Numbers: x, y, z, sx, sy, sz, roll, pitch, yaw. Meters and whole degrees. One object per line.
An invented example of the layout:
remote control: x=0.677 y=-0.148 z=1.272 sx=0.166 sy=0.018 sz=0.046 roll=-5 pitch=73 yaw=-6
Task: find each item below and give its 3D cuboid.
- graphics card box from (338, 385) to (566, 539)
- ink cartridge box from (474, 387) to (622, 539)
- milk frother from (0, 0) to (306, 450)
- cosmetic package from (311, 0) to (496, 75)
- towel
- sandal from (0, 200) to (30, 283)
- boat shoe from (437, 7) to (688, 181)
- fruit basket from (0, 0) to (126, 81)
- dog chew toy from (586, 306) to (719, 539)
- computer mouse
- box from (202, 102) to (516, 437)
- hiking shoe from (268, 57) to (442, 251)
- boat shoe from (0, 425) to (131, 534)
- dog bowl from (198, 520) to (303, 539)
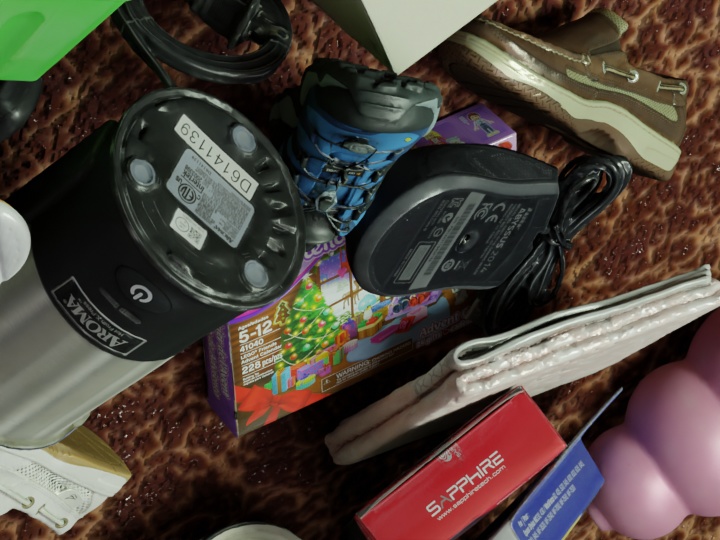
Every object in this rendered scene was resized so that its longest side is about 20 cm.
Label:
graphics card box: x=0.052 y=0.135 z=1.706 sx=0.125 sy=0.051 sz=0.200 roll=-38 pitch=176 yaw=-9
ink cartridge box: x=0.091 y=0.176 z=1.755 sx=0.200 sy=0.047 sz=0.198 roll=-46 pitch=176 yaw=20
milk frother: x=-0.125 y=-0.041 z=1.438 sx=0.188 sy=0.181 sz=0.200 roll=-32 pitch=-174 yaw=41
cosmetic package: x=0.059 y=-0.204 z=1.468 sx=0.200 sy=0.104 sz=0.073 roll=-37 pitch=138 yaw=-10
towel: x=0.098 y=0.056 z=1.696 sx=0.199 sy=0.032 sz=0.191 roll=-18 pitch=171 yaw=-27
sandal: x=-0.251 y=-0.007 z=1.376 sx=0.206 sy=0.059 sz=0.079 roll=-14 pitch=134 yaw=16
boat shoe: x=0.120 y=-0.118 z=1.626 sx=0.202 sy=0.075 sz=0.075 roll=25 pitch=86 yaw=-50
fruit basket: x=-0.180 y=-0.180 z=1.246 sx=0.215 sy=0.156 sz=0.216 roll=-21 pitch=148 yaw=-14
dog chew toy: x=0.232 y=0.104 z=1.860 sx=0.200 sy=0.125 sz=0.125 roll=-36 pitch=139 yaw=2
computer mouse: x=0.054 y=-0.028 z=1.592 sx=0.200 sy=0.053 sz=0.139 roll=5 pitch=128 yaw=-51
box: x=0.000 y=0.000 z=1.636 sx=0.200 sy=0.039 sz=0.137 roll=-25 pitch=135 yaw=-22
hiking shoe: x=-0.007 y=-0.056 z=1.463 sx=0.074 sy=0.200 sz=0.087 roll=12 pitch=82 yaw=-9
boat shoe: x=-0.206 y=0.103 z=1.528 sx=0.069 sy=0.071 sz=0.200 roll=-52 pitch=140 yaw=6
dog bowl: x=-0.084 y=0.252 z=1.682 sx=0.200 sy=0.074 sz=0.201 roll=18 pitch=68 yaw=-51
